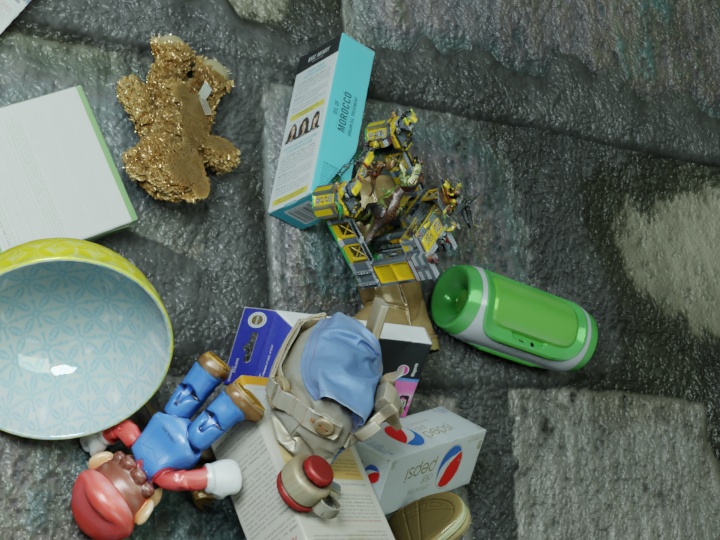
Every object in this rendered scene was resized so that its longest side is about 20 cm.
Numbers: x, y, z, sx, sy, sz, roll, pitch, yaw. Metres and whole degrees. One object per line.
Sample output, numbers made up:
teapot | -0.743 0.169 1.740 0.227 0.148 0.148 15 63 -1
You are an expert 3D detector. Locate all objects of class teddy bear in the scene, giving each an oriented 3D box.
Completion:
teddy bear | -0.188 -0.152 1.546 0.144 0.066 0.202 16 60 -44

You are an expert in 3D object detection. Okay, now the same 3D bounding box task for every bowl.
bowl | -0.272 0.042 1.359 0.199 0.200 0.108 28 23 -28

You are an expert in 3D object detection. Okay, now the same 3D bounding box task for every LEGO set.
LEGO set | 0.051 -0.076 1.575 0.200 0.115 0.155 -44 119 -49

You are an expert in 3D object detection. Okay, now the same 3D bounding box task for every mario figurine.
mario figurine | -0.182 0.171 1.396 0.200 0.123 0.106 -43 123 -1

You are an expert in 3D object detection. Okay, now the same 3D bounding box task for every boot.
boot | 0.000 0.000 1.641 0.174 0.066 0.202 -2 76 -46
boot | 0.071 0.323 1.520 0.154 0.200 0.072 39 18 -24

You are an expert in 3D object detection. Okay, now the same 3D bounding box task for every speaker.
speaker | 0.179 0.057 1.746 0.199 0.088 0.089 20 64 -32

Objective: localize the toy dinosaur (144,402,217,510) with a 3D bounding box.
toy dinosaur | -0.153 0.171 1.476 0.199 0.060 0.107 21 42 -41

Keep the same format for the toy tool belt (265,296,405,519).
toy tool belt | -0.019 0.116 1.387 0.125 0.123 0.201 35 31 -21

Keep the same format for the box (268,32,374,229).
box | -0.042 -0.151 1.640 0.049 0.082 0.202 26 61 -31

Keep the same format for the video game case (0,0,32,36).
video game case | -0.388 -0.332 1.455 0.200 0.036 0.182 45 54 -19

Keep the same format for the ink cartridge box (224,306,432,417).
ink cartridge box | -0.033 0.094 1.534 0.198 0.095 0.037 9 29 -20

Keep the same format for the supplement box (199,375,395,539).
supplement box | -0.058 0.205 1.432 0.125 0.073 0.201 11 46 -47

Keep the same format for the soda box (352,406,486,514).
soda box | 0.050 0.196 1.563 0.199 0.063 0.069 -6 117 -56

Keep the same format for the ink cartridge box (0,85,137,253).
ink cartridge box | -0.322 -0.080 1.419 0.199 0.048 0.147 -23 90 -39
